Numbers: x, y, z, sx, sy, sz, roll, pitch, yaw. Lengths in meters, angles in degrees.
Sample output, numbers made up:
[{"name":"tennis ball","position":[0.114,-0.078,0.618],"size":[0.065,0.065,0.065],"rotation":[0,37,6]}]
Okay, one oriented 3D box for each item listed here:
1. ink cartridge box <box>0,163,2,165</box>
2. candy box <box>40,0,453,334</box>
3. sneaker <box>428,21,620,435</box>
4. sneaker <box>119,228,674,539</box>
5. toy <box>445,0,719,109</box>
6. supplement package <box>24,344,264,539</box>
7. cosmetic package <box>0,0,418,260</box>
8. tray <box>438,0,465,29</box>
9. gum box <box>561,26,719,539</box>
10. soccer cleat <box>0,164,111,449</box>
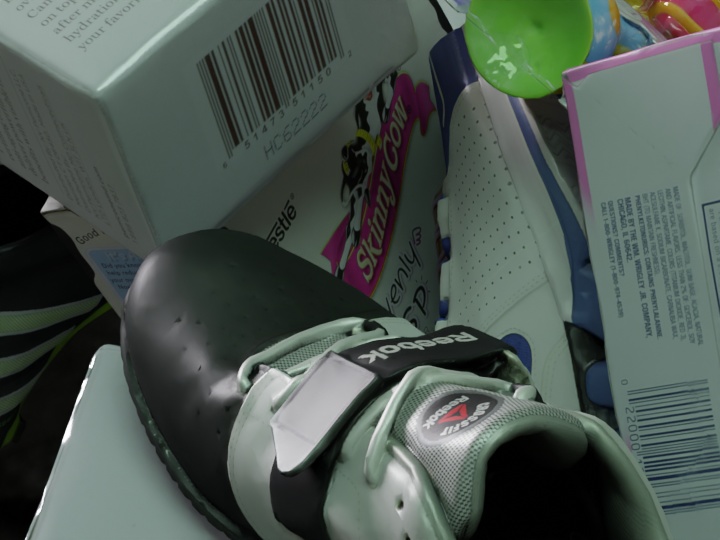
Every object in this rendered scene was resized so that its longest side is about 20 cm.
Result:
[{"name":"ink cartridge box","position":[-0.097,-0.078,0.820],"size":[0.199,0.084,0.147],"rotation":[27,41,-26]},{"name":"candy box","position":[0.000,0.000,0.730],"size":[0.061,0.200,0.137],"rotation":[-3,47,35]},{"name":"sneaker","position":[0.041,0.032,0.671],"size":[0.115,0.080,0.201],"rotation":[-31,64,26]},{"name":"sneaker","position":[0.018,0.042,0.507],"size":[0.074,0.089,0.200],"rotation":[-29,57,-27]},{"name":"toy","position":[0.089,-0.081,0.690],"size":[0.115,0.047,0.200],"rotation":[44,26,12]},{"name":"supplement package","position":[-0.026,0.135,0.615],"size":[0.116,0.201,0.117],"rotation":[10,48,7]},{"name":"cosmetic package","position":[-0.091,-0.093,0.649],"size":[0.101,0.072,0.199],"rotation":[-42,52,-20]},{"name":"tray","position":[0.103,-0.116,0.822],"size":[0.199,0.022,0.108],"rotation":[-13,93,-26]},{"name":"gum box","position":[0.121,0.031,0.581],"size":[0.066,0.202,0.113],"rotation":[-12,-5,40]},{"name":"soccer cleat","position":[-0.127,0.015,0.744],"size":[0.200,0.081,0.068],"rotation":[-46,43,14]}]
